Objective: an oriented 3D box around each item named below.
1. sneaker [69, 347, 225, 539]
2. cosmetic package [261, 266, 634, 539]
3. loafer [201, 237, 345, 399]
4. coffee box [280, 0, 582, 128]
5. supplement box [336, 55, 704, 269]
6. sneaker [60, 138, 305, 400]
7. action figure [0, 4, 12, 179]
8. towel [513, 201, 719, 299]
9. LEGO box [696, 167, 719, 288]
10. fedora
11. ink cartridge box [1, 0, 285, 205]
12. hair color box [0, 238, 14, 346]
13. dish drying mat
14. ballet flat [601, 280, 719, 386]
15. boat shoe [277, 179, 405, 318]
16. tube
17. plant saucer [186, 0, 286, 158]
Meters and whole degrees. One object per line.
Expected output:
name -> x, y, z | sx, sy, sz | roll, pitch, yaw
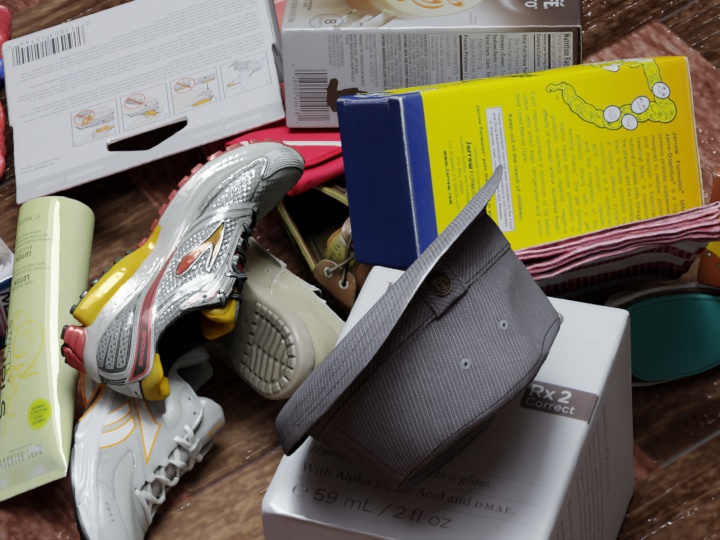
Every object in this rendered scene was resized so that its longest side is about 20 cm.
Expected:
sneaker -> -0.132, 0.112, 1.648 | 0.092, 0.076, 0.200 | -1, 47, 1
cosmetic package -> 0.057, 0.132, 1.531 | 0.165, 0.165, 0.200 | 10, 48, 16
loafer -> -0.067, 0.028, 1.722 | 0.068, 0.076, 0.200 | 11, 23, -35
coffee box -> 0.051, -0.156, 1.779 | 0.200, 0.080, 0.114 | -1, 32, 4
supplement box -> 0.100, -0.069, 1.645 | 0.200, 0.110, 0.109 | -9, 6, -22
sneaker -> -0.098, 0.002, 1.659 | 0.082, 0.078, 0.200 | 33, 74, 20
action figure -> -0.290, -0.134, 1.896 | 0.065, 0.099, 0.200 | -7, 48, 3
towel -> 0.143, 0.000, 1.625 | 0.144, 0.200, 0.023 | -13, 82, -3
LEGO box -> 0.335, -0.021, 1.666 | 0.200, 0.077, 0.149 | 16, 23, 22
fedora -> 0.044, 0.045, 1.415 | 0.090, 0.177, 0.200 | 41, 49, 3
ink cartridge box -> -0.150, -0.122, 1.851 | 0.200, 0.045, 0.176 | -17, 46, 6
hair color box -> -0.328, 0.035, 1.757 | 0.200, 0.061, 0.100 | -28, 49, -19
dish drying mat -> 0.007, -0.106, 1.795 | 0.200, 0.018, 0.077 | -27, 39, -32
ballet flat -> 0.156, 0.045, 1.682 | 0.200, 0.069, 0.069 | -19, 46, -9
boat shoe -> 0.000, 0.000, 1.713 | 0.072, 0.068, 0.200 | -53, 38, 5
tube -> -0.205, 0.050, 1.690 | 0.052, 0.058, 0.200 | 4, 65, -2
plant saucer -> -0.045, -0.153, 1.918 | 0.200, 0.037, 0.200 | -20, 47, -11
